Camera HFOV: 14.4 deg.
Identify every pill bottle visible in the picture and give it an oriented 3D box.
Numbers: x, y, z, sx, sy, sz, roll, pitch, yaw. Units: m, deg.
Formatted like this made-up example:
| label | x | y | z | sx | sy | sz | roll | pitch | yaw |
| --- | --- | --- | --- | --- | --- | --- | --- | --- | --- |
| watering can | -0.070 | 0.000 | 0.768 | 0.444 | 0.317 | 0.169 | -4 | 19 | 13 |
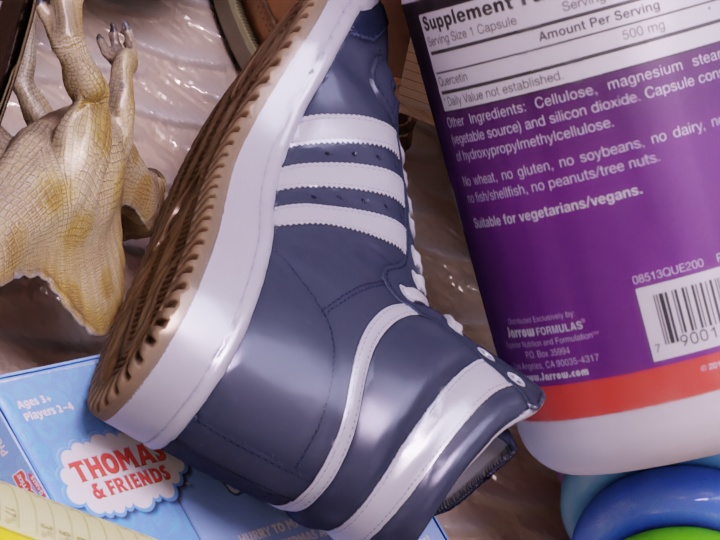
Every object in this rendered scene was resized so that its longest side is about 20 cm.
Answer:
| label | x | y | z | sx | sy | sz | roll | pitch | yaw |
| --- | --- | --- | --- | --- | --- | --- | --- | --- | --- |
| pill bottle | 0.077 | -0.049 | 0.828 | 0.112 | 0.112 | 0.201 | -21 | 97 | -57 |

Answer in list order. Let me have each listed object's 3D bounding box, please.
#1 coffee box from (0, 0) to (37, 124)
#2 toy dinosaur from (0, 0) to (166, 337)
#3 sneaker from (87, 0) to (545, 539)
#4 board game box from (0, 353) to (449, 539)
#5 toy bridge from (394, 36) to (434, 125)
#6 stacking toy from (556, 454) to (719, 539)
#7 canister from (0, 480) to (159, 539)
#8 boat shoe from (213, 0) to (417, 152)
| label | x | y | z | sx | sy | sz | roll | pitch | yaw |
| --- | --- | --- | --- | --- | --- | --- | --- | --- | --- |
| coffee box | -0.175 | -0.093 | 0.660 | 0.199 | 0.080 | 0.113 | 10 | 45 | -14 |
| toy dinosaur | -0.084 | -0.028 | 0.754 | 0.200 | 0.058 | 0.102 | -39 | 119 | -69 |
| sneaker | 0.000 | 0.000 | 0.799 | 0.108 | 0.070 | 0.200 | 33 | 38 | -11 |
| board game box | -0.016 | 0.110 | 0.769 | 0.151 | 0.037 | 0.201 | -11 | 67 | -55 |
| toy bridge | 0.099 | -0.027 | 0.907 | 0.199 | 0.068 | 0.027 | 20 | 29 | 15 |
| stacking toy | 0.101 | 0.107 | 0.875 | 0.085 | 0.085 | 0.201 | 33 | 37 | -27 |
| canister | -0.083 | 0.114 | 0.606 | 0.199 | 0.087 | 0.149 | 24 | 49 | -24 |
| boat shoe | -0.009 | -0.125 | 0.980 | 0.072 | 0.068 | 0.201 | 21 | 44 | -43 |
